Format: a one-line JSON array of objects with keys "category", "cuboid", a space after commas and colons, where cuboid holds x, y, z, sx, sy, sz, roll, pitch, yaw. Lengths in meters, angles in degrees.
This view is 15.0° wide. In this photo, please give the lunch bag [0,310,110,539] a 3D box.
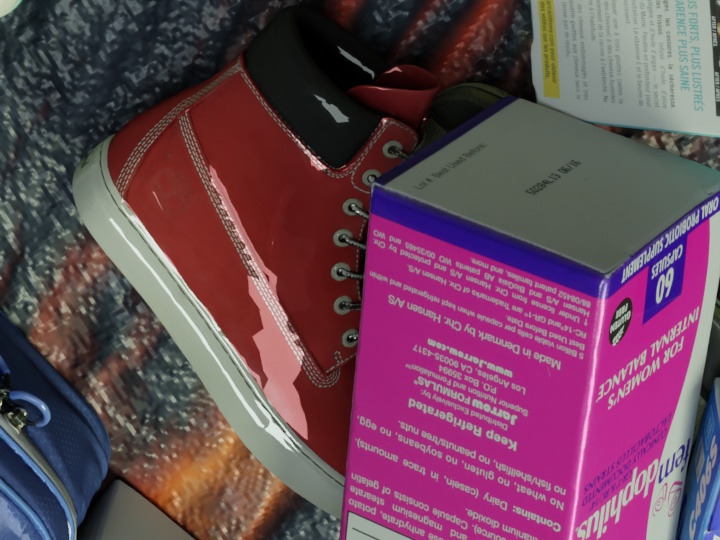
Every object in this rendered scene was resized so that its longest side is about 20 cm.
[{"category": "lunch bag", "cuboid": [-0.199, 0.102, 1.112, 0.200, 0.132, 0.136, -39, 104, 21]}]

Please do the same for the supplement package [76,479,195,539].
[{"category": "supplement package", "cuboid": [-0.132, 0.208, 1.161, 0.109, 0.114, 0.200, 40, 111, -12]}]

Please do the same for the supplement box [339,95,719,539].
[{"category": "supplement box", "cuboid": [0.061, 0.055, 1.019, 0.103, 0.101, 0.201, 22, 123, 26]}]

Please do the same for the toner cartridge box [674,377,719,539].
[{"category": "toner cartridge box", "cuboid": [0.225, 0.098, 1.053, 0.199, 0.043, 0.095, 6, 128, -5]}]

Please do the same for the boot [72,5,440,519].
[{"category": "boot", "cuboid": [0.000, 0.000, 1.069, 0.144, 0.072, 0.200, -33, 103, 27]}]

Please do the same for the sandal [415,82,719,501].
[{"category": "sandal", "cuboid": [0.100, 0.005, 1.077, 0.080, 0.057, 0.201, -37, 90, 31]}]

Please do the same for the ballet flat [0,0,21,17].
[{"category": "ballet flat", "cuboid": [-0.189, -0.099, 1.052, 0.199, 0.071, 0.067, -17, 148, 16]}]

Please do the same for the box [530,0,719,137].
[{"category": "box", "cuboid": [0.153, -0.091, 0.975, 0.199, 0.049, 0.083, 9, 114, 38]}]
